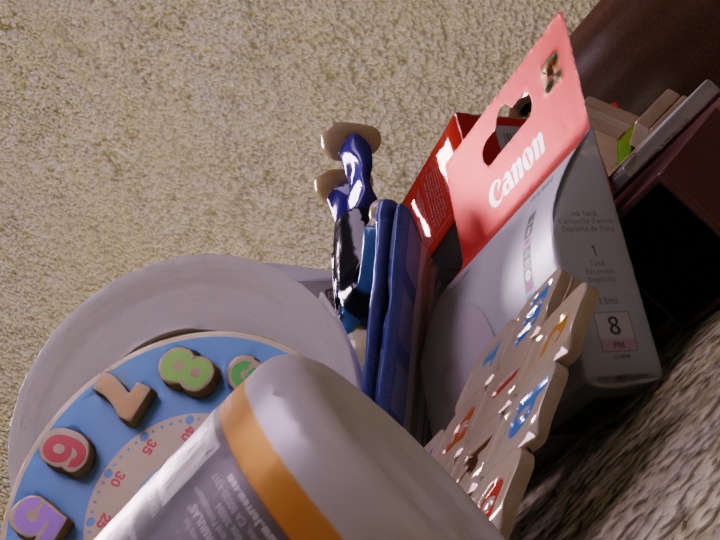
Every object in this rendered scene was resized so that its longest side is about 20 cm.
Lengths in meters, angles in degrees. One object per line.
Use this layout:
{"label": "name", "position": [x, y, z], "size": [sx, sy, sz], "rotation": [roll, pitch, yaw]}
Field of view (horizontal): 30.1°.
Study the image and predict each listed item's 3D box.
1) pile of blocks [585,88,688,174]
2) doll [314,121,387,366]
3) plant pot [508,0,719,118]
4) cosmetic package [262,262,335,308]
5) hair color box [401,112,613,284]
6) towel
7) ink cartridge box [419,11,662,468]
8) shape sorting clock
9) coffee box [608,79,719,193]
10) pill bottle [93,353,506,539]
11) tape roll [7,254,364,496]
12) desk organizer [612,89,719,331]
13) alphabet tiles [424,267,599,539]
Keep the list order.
{"label": "pile of blocks", "position": [0.235, -0.091, 0.953], "size": [0.199, 0.083, 0.062], "rotation": [6, 39, 48]}
{"label": "doll", "position": [0.000, 0.000, 0.859], "size": [0.202, 0.048, 0.138], "rotation": [-97, 12, -46]}
{"label": "plant pot", "position": [0.240, -0.149, 1.113], "size": [0.198, 0.201, 0.200], "rotation": [-41, -5, -19]}
{"label": "cosmetic package", "position": [-0.079, 0.037, 1.007], "size": [0.100, 0.075, 0.200], "rotation": [-8, 7, -19]}
{"label": "hair color box", "position": [0.074, -0.017, 0.887], "size": [0.100, 0.062, 0.201], "rotation": [1, -34, -23]}
{"label": "towel", "position": [0.031, 0.062, 0.783], "size": [0.200, 0.023, 0.149], "rotation": [59, -146, -65]}
{"label": "ink cartridge box", "position": [0.074, -0.005, 0.694], "size": [0.056, 0.203, 0.163], "rotation": [-4, -24, -24]}
{"label": "shape sorting clock", "position": [-0.089, 0.119, 0.658], "size": [0.200, 0.200, 0.039], "rotation": [-44, -30, -12]}
{"label": "coffee box", "position": [0.185, -0.024, 0.920], "size": [0.113, 0.080, 0.200], "rotation": [-42, -5, -31]}
{"label": "pill bottle", "position": [-0.049, 0.131, 0.384], "size": [0.200, 0.116, 0.116], "rotation": [-47, -5, 5]}
{"label": "tape roll", "position": [-0.088, 0.095, 0.736], "size": [0.202, 0.202, 0.071], "rotation": [-44, -29, -12]}
{"label": "desk organizer", "position": [0.147, -0.001, 0.705], "size": [0.077, 0.072, 0.200], "rotation": [-45, -4, -34]}
{"label": "alphabet tiles", "position": [0.040, 0.094, 0.555], "size": [0.201, 0.014, 0.196], "rotation": [-62, 3, -36]}
